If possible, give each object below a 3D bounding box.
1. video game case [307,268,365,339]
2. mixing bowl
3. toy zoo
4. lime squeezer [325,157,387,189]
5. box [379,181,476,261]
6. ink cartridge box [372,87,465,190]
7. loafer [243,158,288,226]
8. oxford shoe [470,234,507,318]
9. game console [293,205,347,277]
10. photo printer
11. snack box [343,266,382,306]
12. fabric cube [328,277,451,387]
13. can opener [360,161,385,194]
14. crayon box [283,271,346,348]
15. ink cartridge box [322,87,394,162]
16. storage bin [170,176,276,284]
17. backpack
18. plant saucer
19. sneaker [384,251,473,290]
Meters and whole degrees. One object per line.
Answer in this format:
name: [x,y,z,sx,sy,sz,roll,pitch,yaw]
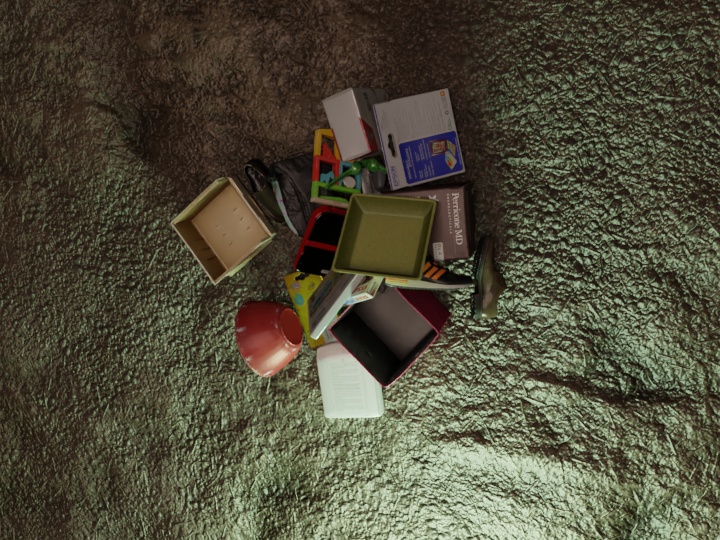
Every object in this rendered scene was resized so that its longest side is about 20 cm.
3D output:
video game case: [-0.059,0.042,1.588,0.023,0.183,0.201,32,106,-19]
mixing bowl: [-0.216,0.159,1.718,0.107,0.200,0.203,-20,94,24]
toy zoo: [-0.053,-0.254,1.608,0.020,0.129,0.204,-5,81,56]
lime squeezer: [0.008,-0.231,1.602,0.196,0.038,0.072,-7,76,-9]
box: [0.162,-0.113,1.577,0.196,0.164,0.169,-3,99,17]
ink cartridge box: [0.132,-0.303,1.563,0.197,0.047,0.201,-15,98,-16]
loafer: [-0.243,-0.196,1.734,0.073,0.071,0.201,-39,87,19]
oxford shoe: [0.310,0.014,1.614,0.083,0.073,0.204,1,103,0]
game console: [-0.051,-0.062,1.657,0.197,0.031,0.179,11,117,-29]
photo printer: [-0.029,0.279,1.749,0.163,0.069,0.204,-5,103,15]
snack box: [-0.010,0.041,1.541,0.024,0.199,0.073,35,66,-18]
fabric cube: [0.077,0.123,1.628,0.200,0.199,0.196,45,108,5]
can opener: [0.037,-0.164,1.630,0.066,0.052,0.204,-29,65,54]
crayon box: [-0.107,0.087,1.740,0.126,0.051,0.203,-19,95,35]
ink cartridge box: [0.008,-0.339,1.563,0.082,0.200,0.149,-16,95,27]
storage bin: [-0.355,-0.109,1.772,0.198,0.094,0.201,-38,87,20]
backpack: [-0.131,-0.182,1.666,0.164,0.127,0.203,-16,98,-1]
plant saucer: [0.056,-0.065,1.464,0.196,0.048,0.203,6,63,16]
sneaker: [0.153,-0.003,1.483,0.196,0.070,0.092,2,88,-3]
